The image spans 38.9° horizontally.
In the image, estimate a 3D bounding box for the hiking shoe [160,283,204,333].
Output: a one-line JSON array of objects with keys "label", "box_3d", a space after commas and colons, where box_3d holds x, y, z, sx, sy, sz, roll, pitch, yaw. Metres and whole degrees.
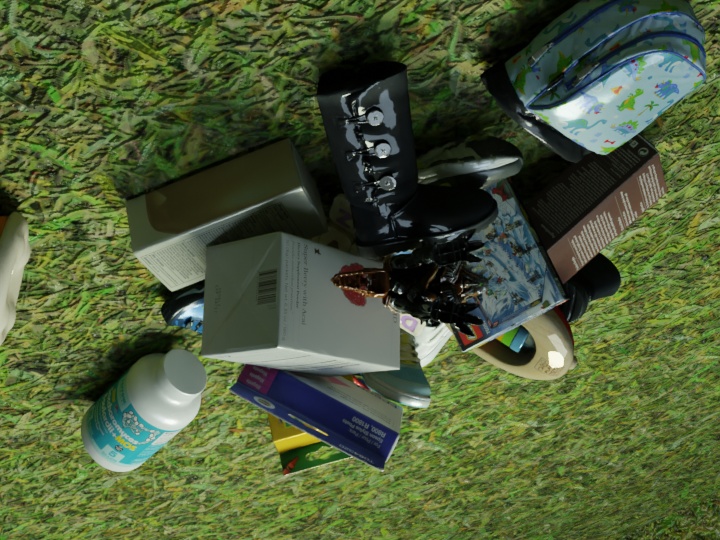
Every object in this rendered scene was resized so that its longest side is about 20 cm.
[{"label": "hiking shoe", "box_3d": [-0.158, 0.070, 1.306, 0.198, 0.088, 0.074, 7, 142, -34]}]

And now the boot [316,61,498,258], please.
[{"label": "boot", "box_3d": [0.052, -0.123, 1.057, 0.163, 0.066, 0.202, -16, 119, -3]}]

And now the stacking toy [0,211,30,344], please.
[{"label": "stacking toy", "box_3d": [-0.448, -0.006, 1.040, 0.197, 0.148, 0.147, 13, 142, -14]}]

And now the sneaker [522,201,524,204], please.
[{"label": "sneaker", "box_3d": [0.109, -0.047, 1.265, 0.198, 0.071, 0.076, -24, 147, 11]}]

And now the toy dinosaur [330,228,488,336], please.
[{"label": "toy dinosaur", "box_3d": [0.061, 0.019, 1.072, 0.199, 0.103, 0.135, -23, -167, -34]}]

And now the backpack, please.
[{"label": "backpack", "box_3d": [0.251, -0.206, 1.035, 0.162, 0.155, 0.200, 26, 117, -40]}]

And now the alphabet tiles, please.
[{"label": "alphabet tiles", "box_3d": [0.000, 0.000, 1.213, 0.199, 0.015, 0.196, 32, 144, 6]}]

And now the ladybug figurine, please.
[{"label": "ladybug figurine", "box_3d": [0.187, 0.059, 1.278, 0.072, 0.199, 0.136, -49, 170, -39]}]

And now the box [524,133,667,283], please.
[{"label": "box", "box_3d": [0.273, -0.074, 1.241, 0.200, 0.075, 0.100, -42, 147, 0]}]

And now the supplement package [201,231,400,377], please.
[{"label": "supplement package", "box_3d": [-0.060, 0.043, 1.114, 0.119, 0.123, 0.199, -10, 163, 39]}]

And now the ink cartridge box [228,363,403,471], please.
[{"label": "ink cartridge box", "box_3d": [-0.044, 0.152, 1.199, 0.044, 0.195, 0.200, -63, 179, 4]}]

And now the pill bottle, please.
[{"label": "pill bottle", "box_3d": [-0.294, 0.187, 1.405, 0.110, 0.112, 0.200, 14, 137, -40]}]

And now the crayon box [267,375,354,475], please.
[{"label": "crayon box", "box_3d": [-0.068, 0.164, 1.388, 0.125, 0.202, 0.051, -15, 149, -2]}]

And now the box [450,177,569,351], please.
[{"label": "box", "box_3d": [0.138, -0.025, 1.190, 0.136, 0.202, 0.040, -28, 168, 21]}]

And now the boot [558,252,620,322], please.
[{"label": "boot", "box_3d": [0.239, 0.002, 1.380, 0.168, 0.198, 0.077, -21, 128, -58]}]

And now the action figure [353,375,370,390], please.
[{"label": "action figure", "box_3d": [-0.017, 0.185, 1.598, 0.065, 0.052, 0.199, -33, 143, 32]}]

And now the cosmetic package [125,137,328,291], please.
[{"label": "cosmetic package", "box_3d": [-0.145, -0.059, 1.122, 0.198, 0.072, 0.105, -20, 150, 5]}]

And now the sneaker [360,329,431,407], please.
[{"label": "sneaker", "box_3d": [0.050, 0.091, 1.353, 0.079, 0.200, 0.132, 13, 103, -28]}]

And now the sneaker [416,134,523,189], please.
[{"label": "sneaker", "box_3d": [0.091, -0.092, 1.161, 0.197, 0.075, 0.085, -14, 118, 12]}]

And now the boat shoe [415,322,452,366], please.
[{"label": "boat shoe", "box_3d": [0.101, 0.071, 1.450, 0.065, 0.073, 0.200, 20, 132, -39]}]
